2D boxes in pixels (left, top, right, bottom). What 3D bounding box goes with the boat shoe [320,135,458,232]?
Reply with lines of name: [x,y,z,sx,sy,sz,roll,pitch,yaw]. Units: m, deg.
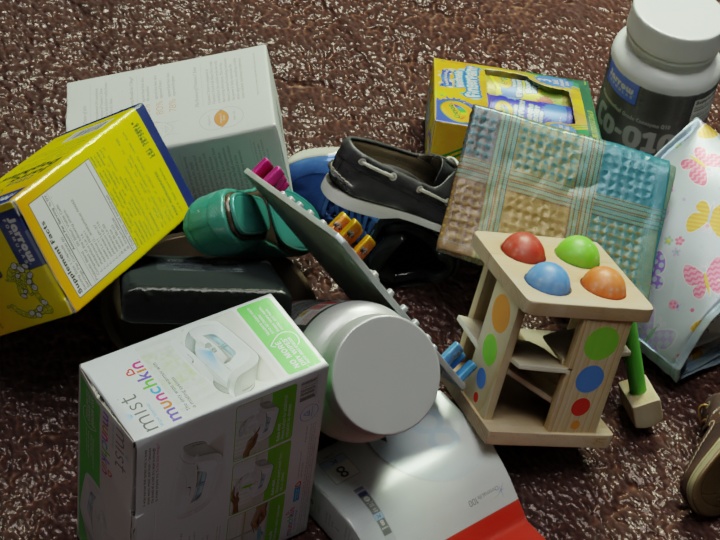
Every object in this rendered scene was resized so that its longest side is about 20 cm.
boat shoe: [0.062,-0.080,1.791,0.198,0.061,0.074,12,29,-22]

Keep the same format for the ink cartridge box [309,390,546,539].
ink cartridge box: [0.063,0.204,1.615,0.159,0.048,0.200,-23,50,-31]

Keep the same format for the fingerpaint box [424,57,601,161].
fingerpaint box: [0.148,-0.140,1.928,0.165,0.074,0.200,8,24,-1]

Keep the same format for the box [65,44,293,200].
box: [-0.173,-0.122,1.841,0.198,0.098,0.125,-10,45,1]

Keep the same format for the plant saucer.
plant saucer: [-0.137,0.041,1.763,0.198,0.030,0.201,6,43,-5]

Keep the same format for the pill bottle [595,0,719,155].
pill bottle: [0.298,-0.180,1.948,0.112,0.201,0.114,5,43,-5]

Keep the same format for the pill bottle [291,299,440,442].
pill bottle: [-0.015,0.082,1.607,0.115,0.117,0.200,-11,3,-21]

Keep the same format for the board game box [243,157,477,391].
board game box: [0.000,0.000,1.677,0.026,0.200,0.200,-44,32,-6]

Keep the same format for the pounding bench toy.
pounding bench toy: [0.192,0.055,1.691,0.198,0.157,0.124,4,27,-24]

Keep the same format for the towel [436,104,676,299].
towel: [0.180,-0.057,1.768,0.198,0.022,0.148,16,78,-2]

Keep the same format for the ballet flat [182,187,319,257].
ballet flat: [-0.104,-0.043,1.763,0.070,0.068,0.200,-13,-6,22]

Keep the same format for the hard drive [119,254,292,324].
hard drive: [-0.137,0.015,1.664,0.138,0.033,0.200,2,7,-8]

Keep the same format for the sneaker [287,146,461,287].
sneaker: [0.008,-0.047,1.845,0.198,0.077,0.112,20,34,1]

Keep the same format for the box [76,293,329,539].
box: [-0.127,0.145,1.531,0.175,0.201,0.097,-21,50,-27]

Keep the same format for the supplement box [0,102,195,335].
supplement box: [-0.251,-0.044,1.667,0.109,0.110,0.200,-16,18,36]

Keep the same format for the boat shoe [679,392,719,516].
boat shoe: [0.336,0.142,1.728,0.072,0.073,0.200,9,44,46]

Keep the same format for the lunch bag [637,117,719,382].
lunch bag: [0.309,-0.011,1.828,0.200,0.127,0.169,-41,60,-13]
